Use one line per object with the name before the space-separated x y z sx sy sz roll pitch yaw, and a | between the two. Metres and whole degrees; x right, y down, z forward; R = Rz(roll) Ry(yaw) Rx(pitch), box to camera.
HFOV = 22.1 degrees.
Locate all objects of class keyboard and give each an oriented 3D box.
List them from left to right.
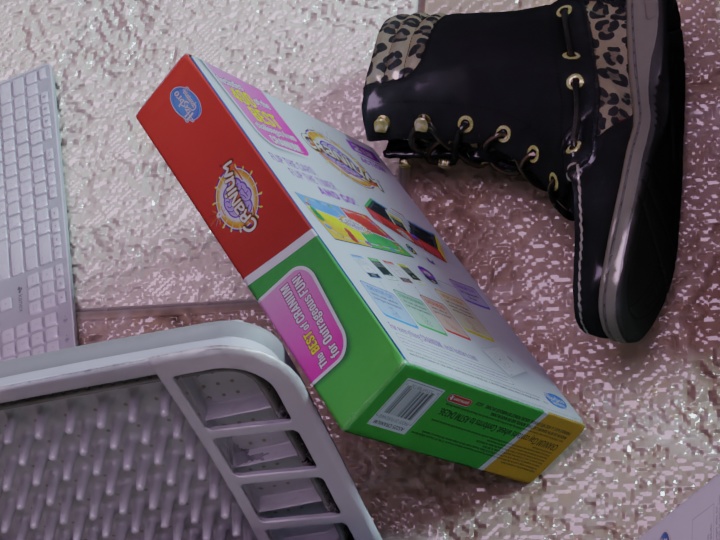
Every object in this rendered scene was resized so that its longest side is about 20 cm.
keyboard | -0.185 -0.025 0.999 0.056 0.011 0.202 -17 57 9

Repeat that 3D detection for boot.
boot | 0.076 -0.053 0.893 0.152 0.074 0.205 -3 56 20

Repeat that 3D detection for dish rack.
dish rack | -0.100 0.088 0.813 0.198 0.172 0.044 -11 45 14

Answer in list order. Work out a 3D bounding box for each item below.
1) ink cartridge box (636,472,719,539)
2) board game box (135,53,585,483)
ink cartridge box | 0.140 0.142 0.705 0.042 0.200 0.120 18 56 -14
board game box | 0.000 0.000 0.837 0.040 0.152 0.201 -47 54 16
